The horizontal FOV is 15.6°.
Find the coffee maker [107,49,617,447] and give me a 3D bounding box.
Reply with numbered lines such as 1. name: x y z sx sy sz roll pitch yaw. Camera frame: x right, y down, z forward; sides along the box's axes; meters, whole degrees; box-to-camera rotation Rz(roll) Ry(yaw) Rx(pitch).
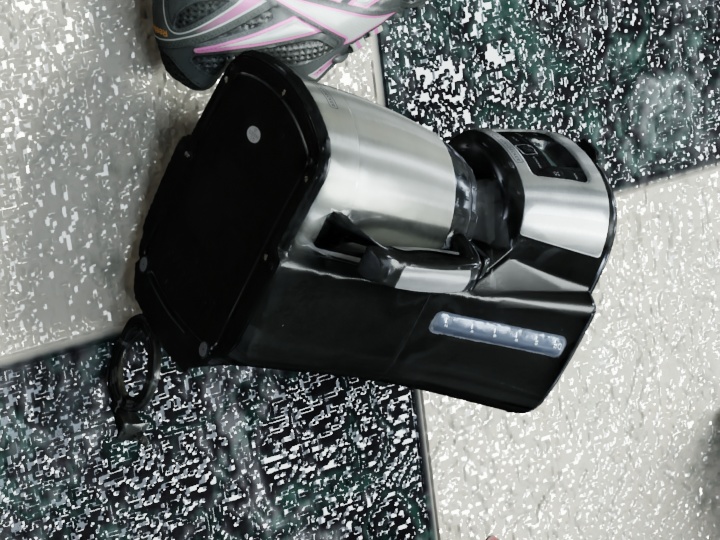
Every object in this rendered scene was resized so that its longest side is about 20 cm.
1. coffee maker: 0.000 0.000 1.285 0.199 0.192 0.135 13 48 -36

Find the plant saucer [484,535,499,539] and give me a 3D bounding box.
1. plant saucer: 0.091 0.272 1.373 0.200 0.036 0.201 46 40 -44

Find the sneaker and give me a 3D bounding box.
1. sneaker: -0.019 -0.135 1.285 0.199 0.080 0.087 -8 114 -24
